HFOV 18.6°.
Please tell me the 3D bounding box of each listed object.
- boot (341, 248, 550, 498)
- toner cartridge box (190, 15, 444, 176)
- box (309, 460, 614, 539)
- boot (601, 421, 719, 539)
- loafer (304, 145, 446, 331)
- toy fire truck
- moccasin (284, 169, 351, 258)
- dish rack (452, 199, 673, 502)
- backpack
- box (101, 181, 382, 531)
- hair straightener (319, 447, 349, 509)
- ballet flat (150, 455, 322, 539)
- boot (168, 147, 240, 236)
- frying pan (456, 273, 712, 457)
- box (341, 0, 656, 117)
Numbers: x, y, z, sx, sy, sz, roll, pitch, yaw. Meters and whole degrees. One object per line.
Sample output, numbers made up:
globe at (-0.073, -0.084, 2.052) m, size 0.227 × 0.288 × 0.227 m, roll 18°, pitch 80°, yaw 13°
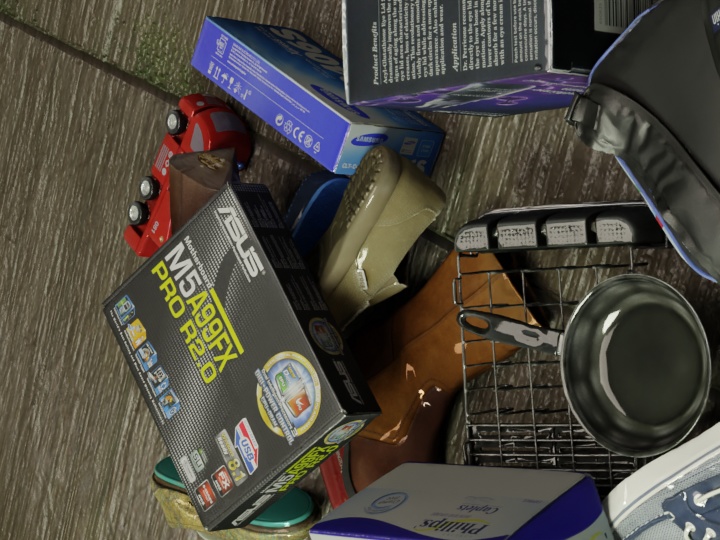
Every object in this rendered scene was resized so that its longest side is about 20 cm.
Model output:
boot at (0.070, 0.090, 1.574) m, size 0.200 × 0.068 × 0.189 m, roll -40°, pitch 52°, yaw 32°
toner cartridge box at (-0.035, -0.131, 1.659) m, size 0.200 × 0.095 × 0.043 m, roll 39°, pitch 117°, yaw 42°
box at (0.088, 0.237, 1.442) m, size 0.184 × 0.105 × 0.200 m, roll -2°, pitch 114°, yaw 49°
boot at (0.226, 0.153, 1.360) m, size 0.200 × 0.073 × 0.091 m, roll -43°, pitch 52°, yaw 39°
loafer at (0.000, 0.000, 1.595) m, size 0.076 × 0.067 × 0.200 m, roll -84°, pitch 19°, yaw -48°
toy fire truck at (-0.132, -0.028, 1.803) m, size 0.141 × 0.049 × 0.200 m, roll 47°, pitch 122°, yaw 39°
moccasin at (-0.058, 0.010, 1.693) m, size 0.068 × 0.080 × 0.200 m, roll 40°, pitch 117°, yaw 47°
dish rack at (0.134, 0.056, 1.466) m, size 0.153 × 0.055 × 0.201 m, roll -3°, pitch 92°, yaw 34°
backpack at (0.242, -0.085, 1.294) m, size 0.200 × 0.154 × 0.191 m, roll -52°, pitch 44°, yaw 42°
box at (-0.090, 0.062, 1.583) m, size 0.160 × 0.044 × 0.200 m, roll -41°, pitch 65°, yaw 32°
hair straightener at (0.012, 0.201, 1.631) m, size 0.077 × 0.041 × 0.200 m, roll 72°, pitch 173°, yaw -57°
ballet flat at (-0.094, 0.197, 1.747) m, size 0.200 × 0.071 × 0.071 m, roll 13°, pitch 99°, yaw 48°
boot at (-0.103, 0.016, 1.660) m, size 0.186 × 0.064 × 0.200 m, roll 33°, pitch 121°, yaw 53°
frying pan at (0.148, 0.066, 1.406) m, size 0.190 × 0.031 × 0.115 m, roll -14°, pitch 81°, yaw 42°
box at (0.105, -0.165, 1.459) m, size 0.200 × 0.148 × 0.105 m, roll -5°, pitch 86°, yaw 50°
